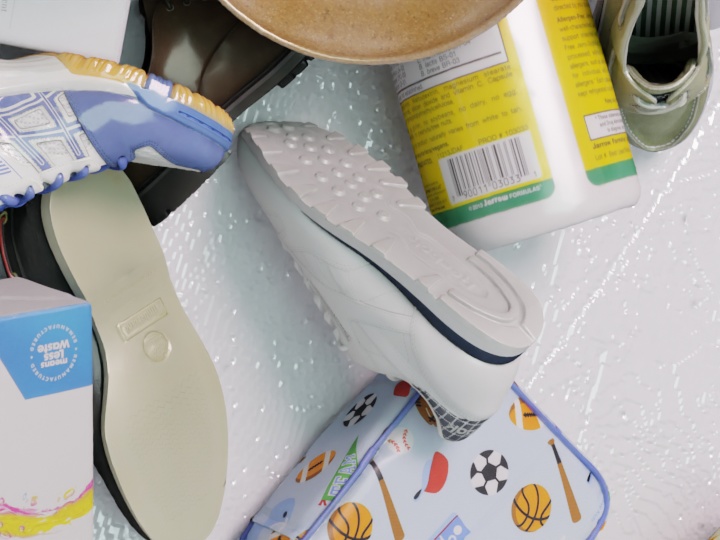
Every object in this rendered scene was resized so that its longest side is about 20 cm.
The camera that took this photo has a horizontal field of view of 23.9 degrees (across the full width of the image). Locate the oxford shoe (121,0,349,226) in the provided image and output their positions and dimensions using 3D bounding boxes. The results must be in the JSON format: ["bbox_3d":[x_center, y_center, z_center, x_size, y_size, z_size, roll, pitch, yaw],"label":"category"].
[{"bbox_3d":[-0.066,-0.123,0.855,0.084,0.073,0.200,43,87,-12],"label":"oxford shoe"}]

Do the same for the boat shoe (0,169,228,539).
[{"bbox_3d":[-0.123,0.044,0.854,0.073,0.063,0.203,-26,101,-41],"label":"boat shoe"}]

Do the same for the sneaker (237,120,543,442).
[{"bbox_3d":[0.000,0.000,0.868,0.076,0.081,0.200,-19,55,-44],"label":"sneaker"}]

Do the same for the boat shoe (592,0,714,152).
[{"bbox_3d":[0.154,-0.117,0.908,0.071,0.200,0.063,-5,58,9],"label":"boat shoe"}]

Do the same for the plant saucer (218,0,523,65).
[{"bbox_3d":[0.005,-0.197,0.786,0.198,0.036,0.202,-1,115,-2],"label":"plant saucer"}]

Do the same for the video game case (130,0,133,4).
[{"bbox_3d":[-0.152,-0.240,0.830,0.200,0.024,0.182,41,94,-18],"label":"video game case"}]

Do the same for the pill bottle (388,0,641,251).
[{"bbox_3d":[0.070,-0.117,0.900,0.112,0.113,0.202,-17,90,-22],"label":"pill bottle"}]

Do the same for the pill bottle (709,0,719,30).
[{"bbox_3d":[0.210,-0.244,0.963,0.111,0.111,0.201,38,76,-18],"label":"pill bottle"}]

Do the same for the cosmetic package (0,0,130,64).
[{"bbox_3d":[-0.202,-0.165,0.787,0.198,0.071,0.102,11,98,-13],"label":"cosmetic package"}]

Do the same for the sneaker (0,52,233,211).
[{"bbox_3d":[-0.159,-0.057,0.781,0.198,0.075,0.089,9,83,-15],"label":"sneaker"}]

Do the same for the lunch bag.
[{"bbox_3d":[0.034,0.151,0.912,0.160,0.075,0.200,47,73,-19],"label":"lunch bag"}]

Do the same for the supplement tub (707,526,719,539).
[{"bbox_3d":[0.234,0.217,0.957,0.200,0.145,0.145,-40,105,-18],"label":"supplement tub"}]

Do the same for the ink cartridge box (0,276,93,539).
[{"bbox_3d":[-0.187,0.113,0.787,0.116,0.067,0.202,-11,107,-41],"label":"ink cartridge box"}]
